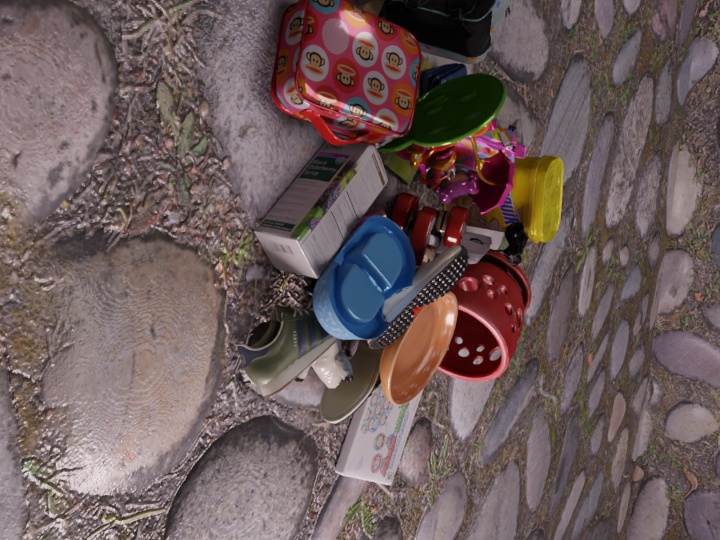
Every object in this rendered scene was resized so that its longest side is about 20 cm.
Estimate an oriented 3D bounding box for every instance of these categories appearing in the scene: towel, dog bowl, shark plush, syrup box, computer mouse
[{"bbox_3d":[0.082,-0.253,1.251,0.144,0.023,0.201,31,76,-56],"label":"towel"},{"bbox_3d":[0.003,0.013,1.042,0.112,0.049,0.200,49,45,-19],"label":"dog bowl"},{"bbox_3d":[-0.064,0.084,1.151,0.083,0.090,0.201,-37,112,-69],"label":"shark plush"},{"bbox_3d":[-0.050,-0.092,1.061,0.200,0.078,0.082,-56,141,-28],"label":"syrup box"},{"bbox_3d":[0.148,-0.241,1.289,0.112,0.048,0.201,-35,129,-46],"label":"towel"},{"bbox_3d":[0.187,-0.043,1.325,0.110,0.199,0.044,-62,138,-47],"label":"computer mouse"}]

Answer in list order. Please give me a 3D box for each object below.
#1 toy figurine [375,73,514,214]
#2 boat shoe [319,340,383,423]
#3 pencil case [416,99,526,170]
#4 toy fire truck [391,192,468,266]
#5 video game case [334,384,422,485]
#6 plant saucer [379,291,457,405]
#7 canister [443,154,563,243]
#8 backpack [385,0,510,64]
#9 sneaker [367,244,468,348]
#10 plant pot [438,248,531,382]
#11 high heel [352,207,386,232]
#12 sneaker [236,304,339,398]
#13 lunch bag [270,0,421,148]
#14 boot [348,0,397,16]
[{"bbox_3d":[0.144,-0.157,1.120,0.151,0.199,0.184,-92,156,-48],"label":"toy figurine"},{"bbox_3d":[0.003,0.170,1.236,0.200,0.074,0.066,-62,152,-29],"label":"boat shoe"},{"bbox_3d":[0.156,-0.207,1.208,0.199,0.088,0.089,10,94,-23],"label":"pencil case"},{"bbox_3d":[0.100,-0.031,1.233,0.200,0.112,0.169,-19,123,-80],"label":"toy fire truck"},{"bbox_3d":[0.039,0.276,1.370,0.182,0.024,0.201,34,73,-55],"label":"video game case"},{"bbox_3d":[0.089,0.118,1.227,0.200,0.037,0.201,-41,144,-39],"label":"plant saucer"},{"bbox_3d":[0.253,-0.140,1.381,0.086,0.199,0.149,-29,124,-48],"label":"canister"},{"bbox_3d":[0.143,-0.422,1.150,0.153,0.175,0.201,64,47,-66],"label":"backpack"},{"bbox_3d":[0.064,0.019,1.123,0.200,0.093,0.070,-45,151,6],"label":"sneaker"},{"bbox_3d":[0.206,0.072,1.390,0.183,0.200,0.201,-51,139,-38],"label":"plant pot"},{"bbox_3d":[0.000,0.000,1.198,0.096,0.067,0.201,-23,134,-22],"label":"high heel"},{"bbox_3d":[-0.082,0.076,1.049,0.200,0.067,0.090,-41,99,-21],"label":"sneaker"},{"bbox_3d":[-0.015,-0.246,0.998,0.199,0.082,0.177,15,78,-36],"label":"lunch bag"},{"bbox_3d":[0.021,-0.377,1.049,0.075,0.097,0.201,-23,120,-50],"label":"boot"}]
